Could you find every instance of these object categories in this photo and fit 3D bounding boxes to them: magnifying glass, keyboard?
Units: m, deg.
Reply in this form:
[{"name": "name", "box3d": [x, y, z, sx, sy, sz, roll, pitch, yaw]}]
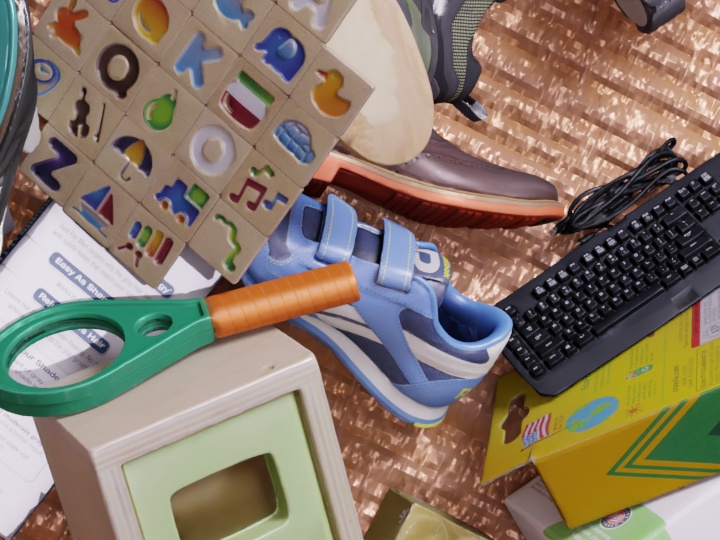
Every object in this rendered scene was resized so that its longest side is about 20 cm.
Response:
[{"name": "magnifying glass", "box3d": [-0.098, 0.031, 1.135, 0.199, 0.080, 0.022, -16, 124, -7]}, {"name": "keyboard", "box3d": [0.155, -0.019, 1.239, 0.199, 0.104, 0.040, -34, 138, -9]}]

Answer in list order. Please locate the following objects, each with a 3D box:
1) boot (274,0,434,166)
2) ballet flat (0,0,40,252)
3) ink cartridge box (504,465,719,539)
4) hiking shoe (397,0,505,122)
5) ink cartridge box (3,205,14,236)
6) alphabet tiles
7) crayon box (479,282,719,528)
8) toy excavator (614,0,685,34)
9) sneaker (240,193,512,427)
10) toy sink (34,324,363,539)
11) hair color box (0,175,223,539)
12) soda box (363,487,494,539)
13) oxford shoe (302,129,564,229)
[{"name": "boot", "box3d": [-0.035, -0.139, 1.172, 0.071, 0.144, 0.202, -36, 92, -7]}, {"name": "ballet flat", "box3d": [-0.204, -0.053, 1.127, 0.068, 0.068, 0.201, 19, 94, 21]}, {"name": "ink cartridge box", "box3d": [0.201, 0.122, 1.225, 0.199, 0.145, 0.084, -34, 107, -9]}, {"name": "hiking shoe", "box3d": [0.038, -0.185, 1.232, 0.100, 0.075, 0.201, 16, 75, -43]}, {"name": "ink cartridge box", "box3d": [-0.272, -0.050, 1.115, 0.200, 0.045, 0.177, -44, 137, -42]}, {"name": "alphabet tiles", "box3d": [-0.090, -0.096, 1.118, 0.166, 0.006, 0.200, 40, 114, 8]}, {"name": "crayon box", "box3d": [0.167, 0.068, 1.198, 0.199, 0.127, 0.051, -23, 110, 20]}, {"name": "toy excavator", "box3d": [0.131, -0.260, 1.218, 0.100, 0.194, 0.201, -33, 126, -9]}, {"name": "sneaker", "box3d": [0.000, 0.000, 1.199, 0.200, 0.074, 0.082, 39, 124, -24]}, {"name": "toy sink", "box3d": [-0.075, 0.143, 1.155, 0.130, 0.112, 0.201, -21, 113, -20]}, {"name": "hair color box", "box3d": [-0.168, 0.036, 1.193, 0.100, 0.061, 0.200, 40, 84, -10]}, {"name": "soda box", "box3d": [0.006, 0.228, 1.234, 0.067, 0.064, 0.201, 28, 86, -12]}, {"name": "oxford shoe", "box3d": [0.025, -0.070, 1.227, 0.199, 0.071, 0.073, 14, 79, -15]}]
